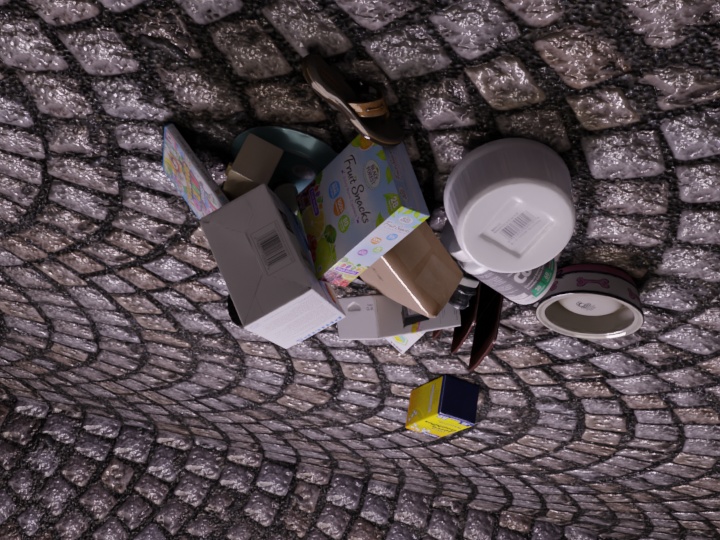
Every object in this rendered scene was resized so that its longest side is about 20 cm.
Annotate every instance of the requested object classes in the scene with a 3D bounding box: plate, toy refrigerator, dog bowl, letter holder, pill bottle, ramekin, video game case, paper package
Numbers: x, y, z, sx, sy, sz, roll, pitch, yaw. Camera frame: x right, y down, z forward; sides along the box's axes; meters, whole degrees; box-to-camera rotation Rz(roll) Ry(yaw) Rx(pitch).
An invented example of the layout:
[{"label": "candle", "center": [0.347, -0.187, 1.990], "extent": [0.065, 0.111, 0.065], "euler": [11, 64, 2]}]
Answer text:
[{"label": "plate", "center": [-0.125, -0.175, 1.434], "extent": [0.199, 0.026, 0.200], "euler": [10, 153, 5]}, {"label": "toy refrigerator", "center": [-0.193, -0.145, 1.407], "extent": [0.070, 0.076, 0.200], "euler": [27, 157, -9]}, {"label": "dog bowl", "center": [0.437, 0.058, 1.605], "extent": [0.199, 0.074, 0.200], "euler": [10, 154, 5]}, {"label": "letter holder", "center": [0.214, 0.112, 1.724], "extent": [0.100, 0.143, 0.200], "euler": [13, 154, -3]}, {"label": "pill bottle", "center": [0.240, -0.029, 1.471], "extent": [0.200, 0.114, 0.113], "euler": [29, 149, -33]}, {"label": "ramekin", "center": [0.231, -0.091, 1.287], "extent": [0.199, 0.098, 0.201], "euler": [-1, 130, -1]}, {"label": "video game case", "center": [-0.276, -0.136, 1.438], "extent": [0.200, 0.018, 0.143], "euler": [53, 154, 12]}, {"label": "paper package", "center": [0.048, -0.037, 1.441], "extent": [0.190, 0.104, 0.200], "euler": [25, 162, 48]}]

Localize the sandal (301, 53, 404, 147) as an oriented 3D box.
[{"label": "sandal", "center": [0.000, -0.248, 1.207], "extent": [0.055, 0.082, 0.200], "euler": [-34, 125, 27]}]

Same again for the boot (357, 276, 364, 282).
[{"label": "boot", "center": [0.000, 0.000, 1.613], "extent": [0.200, 0.064, 0.186], "euler": [30, -169, -26]}]

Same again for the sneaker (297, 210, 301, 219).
[{"label": "sneaker", "center": [-0.159, -0.083, 1.573], "extent": [0.199, 0.078, 0.090], "euler": [-12, 140, 38]}]

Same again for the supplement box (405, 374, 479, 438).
[{"label": "supplement box", "center": [0.218, 0.368, 2.261], "extent": [0.108, 0.110, 0.200], "euler": [20, 153, -17]}]

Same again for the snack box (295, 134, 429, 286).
[{"label": "snack box", "center": [-0.003, -0.100, 1.301], "extent": [0.068, 0.169, 0.200], "euler": [16, 136, -42]}]

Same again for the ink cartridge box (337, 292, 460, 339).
[{"label": "ink cartridge box", "center": [0.071, 0.081, 1.621], "extent": [0.199, 0.086, 0.147], "euler": [-7, 179, -34]}]

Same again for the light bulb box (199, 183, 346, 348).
[{"label": "light bulb box", "center": [-0.137, 0.000, 1.354], "extent": [0.124, 0.199, 0.200], "euler": [-28, 161, 6]}]

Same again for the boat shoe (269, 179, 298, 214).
[{"label": "boat shoe", "center": [-0.164, -0.086, 1.492], "extent": [0.071, 0.061, 0.202], "euler": [-4, 135, -32]}]

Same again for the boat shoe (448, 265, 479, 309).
[{"label": "boat shoe", "center": [0.163, 0.020, 1.554], "extent": [0.075, 0.061, 0.200], "euler": [19, -171, -6]}]

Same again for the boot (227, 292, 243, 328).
[{"label": "boot", "center": [-0.194, 0.056, 1.726], "extent": [0.079, 0.212, 0.158], "euler": [-17, 139, 20]}]

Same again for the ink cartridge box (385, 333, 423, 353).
[{"label": "ink cartridge box", "center": [0.083, 0.115, 1.833], "extent": [0.104, 0.059, 0.200], "euler": [42, 151, 3]}]
